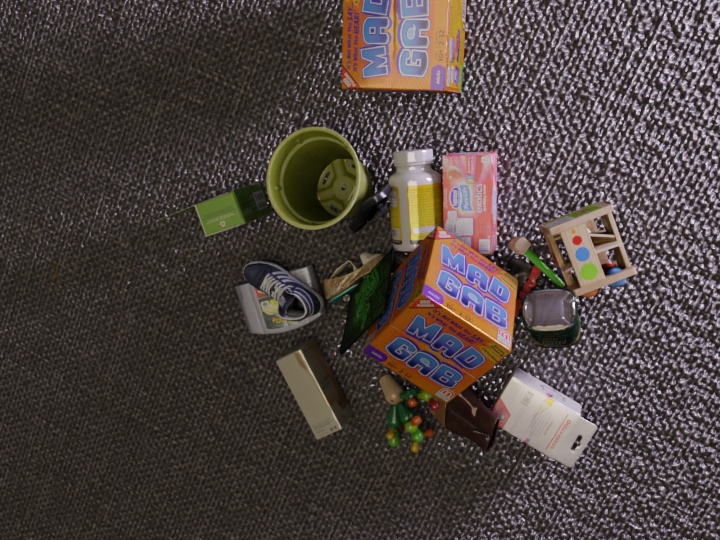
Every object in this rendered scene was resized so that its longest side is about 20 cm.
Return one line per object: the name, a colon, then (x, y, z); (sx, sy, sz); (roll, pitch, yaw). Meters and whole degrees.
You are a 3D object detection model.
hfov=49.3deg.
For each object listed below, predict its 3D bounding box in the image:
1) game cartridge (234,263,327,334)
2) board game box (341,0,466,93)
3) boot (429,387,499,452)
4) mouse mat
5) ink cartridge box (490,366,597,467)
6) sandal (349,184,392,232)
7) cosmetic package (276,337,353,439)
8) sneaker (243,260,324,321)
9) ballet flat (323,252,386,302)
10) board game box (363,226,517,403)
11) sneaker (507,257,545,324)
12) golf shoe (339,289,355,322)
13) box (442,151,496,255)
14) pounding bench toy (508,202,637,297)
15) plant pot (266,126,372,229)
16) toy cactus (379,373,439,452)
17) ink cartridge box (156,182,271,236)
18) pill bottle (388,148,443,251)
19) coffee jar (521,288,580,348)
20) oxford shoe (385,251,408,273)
game cartridge: (-0.180, 0.073, 1.785); (0.198, 0.041, 0.134); (-15, 100, 19)
board game box: (0.088, -0.447, 1.511); (0.198, 0.200, 0.202); (5, 102, 15)
boot: (0.230, 0.266, 1.656); (0.166, 0.072, 0.202); (29, 124, 36)
mouse mat: (0.013, 0.060, 1.571); (0.007, 0.201, 0.161); (31, 126, -15)
ink cartridge box: (0.383, 0.309, 1.648); (0.199, 0.067, 0.117); (31, 108, 10)
sandal: (0.029, -0.122, 1.615); (0.076, 0.200, 0.043); (-39, 86, -18)
cosmetic package: (-0.101, 0.263, 1.764); (0.071, 0.105, 0.201); (-26, 94, 18)
sneaker: (-0.181, 0.044, 1.703); (0.199, 0.108, 0.071); (28, 107, 9)
ballet flat: (0.000, 0.000, 1.702); (0.199, 0.070, 0.066); (-28, 78, 16)
board game box: (0.156, 0.086, 1.503); (0.199, 0.201, 0.200); (32, 131, -12)
sneaker: (0.296, 0.060, 1.622); (0.097, 0.071, 0.201); (31, 106, 8)
golf shoe: (0.055, 0.075, 1.705); (0.198, 0.078, 0.088); (-12, 136, 6)
box: (0.222, -0.137, 1.590); (0.102, 0.095, 0.202); (0, 101, 16)
pounding bench toy: (0.405, -0.021, 1.522); (0.199, 0.124, 0.157); (-21, 95, 5)
plant pot: (-0.064, -0.178, 1.611); (0.199, 0.184, 0.202); (0, 89, 20)
toy cactus: (0.101, 0.297, 1.714); (0.166, 0.102, 0.201); (58, 148, 29)
ink cartridge box: (-0.320, -0.120, 1.728); (0.199, 0.148, 0.076); (-18, 97, 20)
pill bottle: (0.114, -0.146, 1.612); (0.110, 0.111, 0.202); (-1, 101, 17)
coffee jar: (0.377, 0.098, 1.541); (0.103, 0.200, 0.086); (-4, 74, 18)
oxford shoe: (0.144, 0.006, 1.649); (0.199, 0.085, 0.073); (28, 151, -9)
